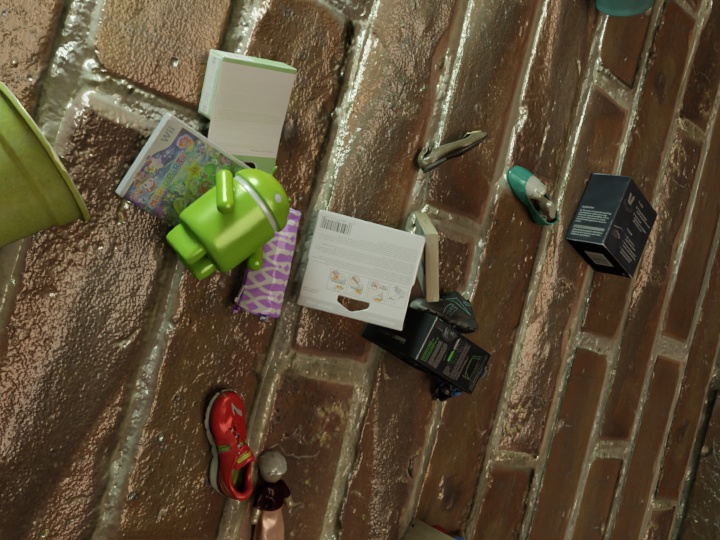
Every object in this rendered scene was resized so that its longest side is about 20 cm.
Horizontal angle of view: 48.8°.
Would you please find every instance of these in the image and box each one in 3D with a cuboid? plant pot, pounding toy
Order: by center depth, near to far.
[{"bbox_3d":[-0.465,-0.098,0.965,0.184,0.200,0.201,-36,123,-19],"label":"plant pot"},{"bbox_3d":[0.203,0.641,1.780,0.200,0.184,0.142,42,70,-32],"label":"pounding toy"},{"bbox_3d":[0.627,-0.714,1.873,0.200,0.200,0.188,-43,141,-28],"label":"plant pot"}]

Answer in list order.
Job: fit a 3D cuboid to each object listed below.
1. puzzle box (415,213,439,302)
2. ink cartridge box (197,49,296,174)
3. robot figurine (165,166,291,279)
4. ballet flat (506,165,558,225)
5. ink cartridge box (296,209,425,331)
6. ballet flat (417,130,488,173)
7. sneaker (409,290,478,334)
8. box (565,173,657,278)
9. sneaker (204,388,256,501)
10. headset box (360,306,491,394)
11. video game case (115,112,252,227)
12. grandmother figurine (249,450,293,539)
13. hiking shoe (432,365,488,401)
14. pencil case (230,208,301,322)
[{"bbox_3d":[0.129,-0.029,1.553,0.025,0.200,0.133,-2,106,-1],"label":"puzzle box"},{"bbox_3d":[-0.191,-0.241,1.281,0.145,0.048,0.201,-2,117,-43],"label":"ink cartridge box"},{"bbox_3d":[-0.195,-0.077,1.221,0.200,0.116,0.176,-38,145,-14],"label":"robot figurine"},{"bbox_3d":[0.414,-0.175,1.860,0.200,0.070,0.067,46,68,-39],"label":"ballet flat"},{"bbox_3d":[0.000,0.000,1.438,0.199,0.045,0.177,15,87,-4],"label":"ink cartridge box"},{"bbox_3d":[0.189,-0.256,1.641,0.200,0.067,0.046,-29,86,-33],"label":"ballet flat"},{"bbox_3d":[0.175,0.082,1.702,0.200,0.075,0.080,21,63,-44],"label":"sneaker"},{"bbox_3d":[0.659,-0.116,2.076,0.197,0.117,0.200,37,75,-42],"label":"box"},{"bbox_3d":[-0.210,0.298,1.354,0.077,0.085,0.201,-17,111,-41],"label":"sneaker"},{"bbox_3d":[0.124,0.145,1.570,0.200,0.174,0.093,34,81,-37],"label":"headset box"},{"bbox_3d":[-0.259,-0.133,1.234,0.200,0.018,0.143,32,92,-43],"label":"video game case"},{"bbox_3d":[-0.166,0.429,1.451,0.121,0.060,0.201,-13,107,-70],"label":"grandmother figurine"},{"bbox_3d":[0.212,0.230,1.691,0.087,0.074,0.200,-48,169,-23],"label":"hiking shoe"},{"bbox_3d":[-0.159,-0.017,1.341,0.085,0.084,0.201,13,89,-21],"label":"pencil case"}]
